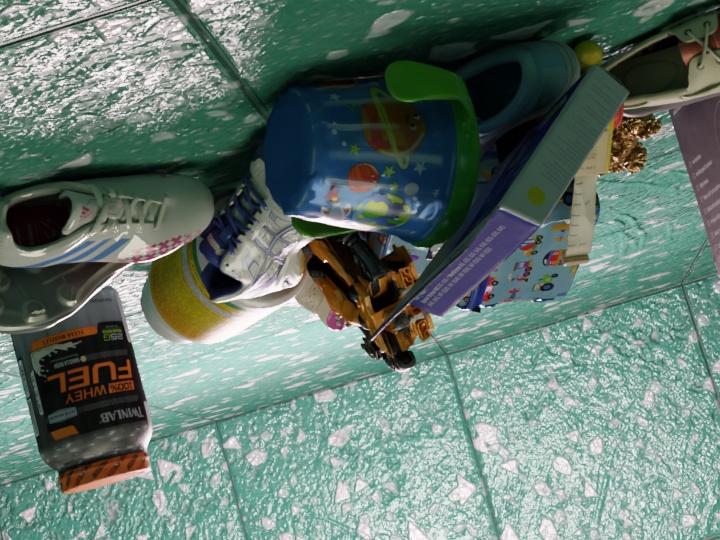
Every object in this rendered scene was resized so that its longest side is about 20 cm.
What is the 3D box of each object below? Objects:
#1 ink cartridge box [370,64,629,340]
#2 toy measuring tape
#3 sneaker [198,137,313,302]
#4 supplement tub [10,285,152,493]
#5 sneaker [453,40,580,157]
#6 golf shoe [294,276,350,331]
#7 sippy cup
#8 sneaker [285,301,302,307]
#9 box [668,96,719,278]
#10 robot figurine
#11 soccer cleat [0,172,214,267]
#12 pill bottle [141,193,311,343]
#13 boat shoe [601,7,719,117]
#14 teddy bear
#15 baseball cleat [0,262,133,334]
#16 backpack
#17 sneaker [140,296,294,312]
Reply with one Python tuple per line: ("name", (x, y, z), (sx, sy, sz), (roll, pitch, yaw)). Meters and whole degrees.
("ink cartridge box", (0.106, -0.038, 1.284), (0.200, 0.047, 0.198), (-56, -176, -28))
("toy measuring tape", (0.179, -0.103, 1.408), (0.073, 0.201, 0.074), (0, -146, 0))
("sneaker", (-0.088, -0.033, 1.409), (0.088, 0.075, 0.200), (-21, 150, -21))
("supplement tub", (-0.289, 0.125, 1.768), (0.122, 0.201, 0.123), (-16, 171, -3))
("sneaker", (0.074, -0.125, 1.331), (0.200, 0.074, 0.082), (-36, 161, 32))
("golf shoe", (0.001, -0.029, 1.699), (0.200, 0.091, 0.076), (-46, 154, -35))
("sippy cup", (0.001, -0.087, 1.269), (0.130, 0.179, 0.140), (0, -155, -26))
("sneaker", (-0.035, -0.003, 1.854), (0.199, 0.070, 0.099), (-22, 167, 30))
("box", (0.389, -0.108, 1.555), (0.123, 0.198, 0.200), (-15, 171, -10))
("robot figurine", (0.000, 0.000, 1.438), (0.058, 0.145, 0.200), (-28, -147, -13))
("soccer cleat", (-0.203, -0.041, 1.340), (0.199, 0.070, 0.086), (-12, 171, -23))
("pill bottle", (-0.135, 0.006, 1.601), (0.112, 0.113, 0.200), (-11, 169, -30))
("boat shoe", (0.274, -0.175, 1.378), (0.062, 0.072, 0.200), (-3, 169, -43))
("teddy bear", (0.212, -0.110, 1.647), (0.145, 0.067, 0.200), (-5, 165, -41))
("baseball cleat", (-0.253, 0.012, 1.419), (0.200, 0.070, 0.106), (-31, 173, -40))
("backpack", (0.092, -0.052, 1.506), (0.199, 0.135, 0.183), (-4, 142, -20))
("sneaker", (-0.144, 0.015, 1.773), (0.199, 0.072, 0.112), (-20, 173, 37))
